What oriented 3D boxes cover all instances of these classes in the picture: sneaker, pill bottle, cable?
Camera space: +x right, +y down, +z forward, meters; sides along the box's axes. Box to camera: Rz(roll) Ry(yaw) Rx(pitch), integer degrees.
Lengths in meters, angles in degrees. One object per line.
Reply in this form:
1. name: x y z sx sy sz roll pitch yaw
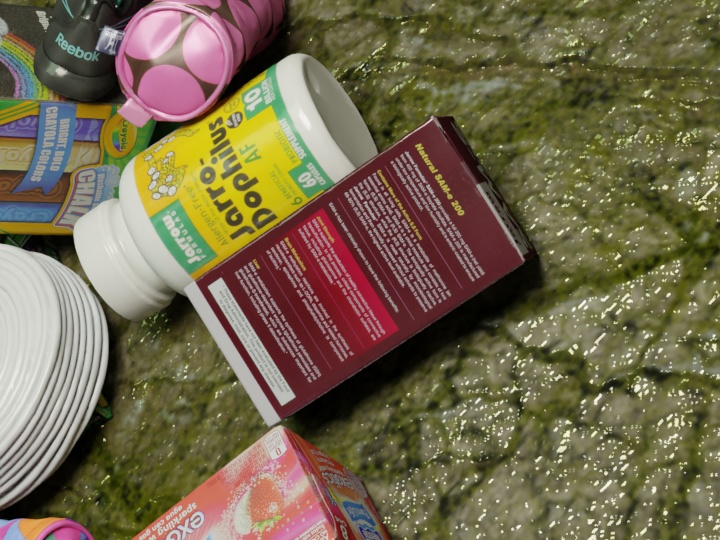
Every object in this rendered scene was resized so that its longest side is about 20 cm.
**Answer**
1. sneaker: -0.175 -0.194 1.407 0.200 0.075 0.080 -80 11 -58
2. pill bottle: -0.093 -0.051 1.342 0.199 0.113 0.113 -31 52 16
3. cable: -0.274 0.073 1.397 0.200 0.069 0.200 -50 49 1

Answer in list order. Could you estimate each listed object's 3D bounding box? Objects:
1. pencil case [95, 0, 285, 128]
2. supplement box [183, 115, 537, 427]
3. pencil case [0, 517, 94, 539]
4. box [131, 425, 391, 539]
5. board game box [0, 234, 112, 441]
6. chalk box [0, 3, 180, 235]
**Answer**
1. pencil case: -0.113 -0.164 1.381 0.090 0.200 0.094 31 111 1
2. supplement box: 0.000 0.000 1.255 0.199 0.061 0.109 -33 87 15
3. pencil case: -0.272 0.209 1.340 0.199 0.088 0.089 -5 63 32
4. box: -0.082 0.201 1.205 0.200 0.100 0.096 -38 50 10
5. board game box: -0.252 0.056 1.452 0.105 0.023 0.201 -37 50 15
6. chalk box: -0.229 -0.109 1.438 0.125 0.199 0.124 60 136 41
